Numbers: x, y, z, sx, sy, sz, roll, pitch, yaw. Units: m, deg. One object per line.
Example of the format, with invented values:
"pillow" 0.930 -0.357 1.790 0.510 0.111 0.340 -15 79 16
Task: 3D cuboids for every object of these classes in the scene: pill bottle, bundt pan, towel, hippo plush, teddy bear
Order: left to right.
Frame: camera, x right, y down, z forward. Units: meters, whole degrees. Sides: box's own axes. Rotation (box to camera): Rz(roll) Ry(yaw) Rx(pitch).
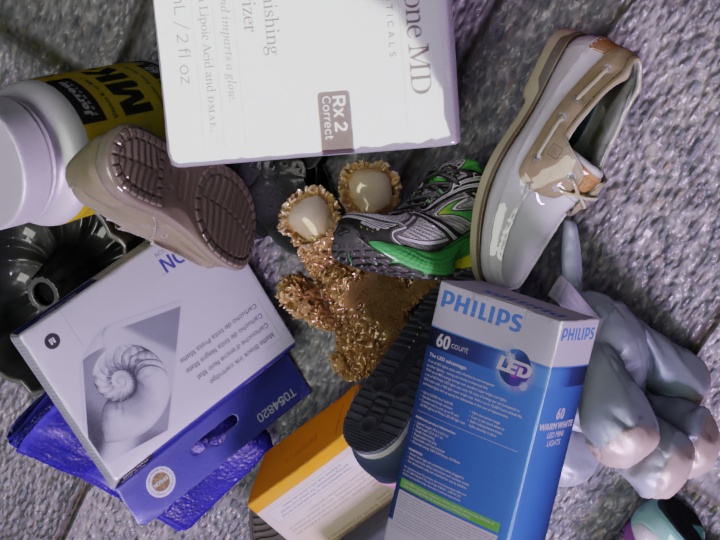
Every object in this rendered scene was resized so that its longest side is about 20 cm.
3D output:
"bundt pan" -0.266 0.009 1.088 0.199 0.076 0.204 6 111 17
"pill bottle" -0.225 -0.100 0.959 0.113 0.199 0.116 10 110 29
"towel" -0.195 0.155 1.077 0.199 0.050 0.148 31 121 -28
"teddy bear" 0.000 0.000 0.973 0.145 0.067 0.200 -44 130 -4
"hippo plush" 0.158 0.109 0.927 0.200 0.160 0.160 42 128 -17

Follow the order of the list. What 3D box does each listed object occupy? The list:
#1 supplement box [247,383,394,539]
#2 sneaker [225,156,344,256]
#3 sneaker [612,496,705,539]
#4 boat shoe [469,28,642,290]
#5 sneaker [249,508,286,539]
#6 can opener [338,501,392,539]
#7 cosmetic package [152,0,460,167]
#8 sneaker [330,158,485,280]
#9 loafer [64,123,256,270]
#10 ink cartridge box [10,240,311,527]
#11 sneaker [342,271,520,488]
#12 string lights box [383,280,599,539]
"supplement box" 0.021 0.208 1.031 0.200 0.074 0.126 44 119 -15
"sneaker" -0.072 -0.094 0.998 0.103 0.060 0.202 -9 110 23
"sneaker" 0.271 0.297 1.004 0.200 0.078 0.140 47 118 10
"boat shoe" 0.142 -0.076 0.880 0.068 0.074 0.202 22 93 37
"sneaker" -0.037 0.288 1.109 0.074 0.106 0.201 -28 68 -1
"can opener" 0.053 0.200 0.935 0.053 0.067 0.200 40 120 -17
"cosmetic package" -0.032 -0.168 0.866 0.197 0.165 0.167 -4 99 6
"sneaker" 0.051 -0.040 0.905 0.077 0.199 0.086 9 102 39
"loafer" -0.148 -0.055 0.924 0.068 0.200 0.077 1 69 29
"ink cartridge box" -0.155 0.080 1.011 0.201 0.199 0.040 59 157 -15
"sneaker" 0.063 0.084 0.963 0.070 0.200 0.082 25 153 40
"string lights box" 0.089 0.117 0.846 0.102 0.059 0.202 19 100 37
